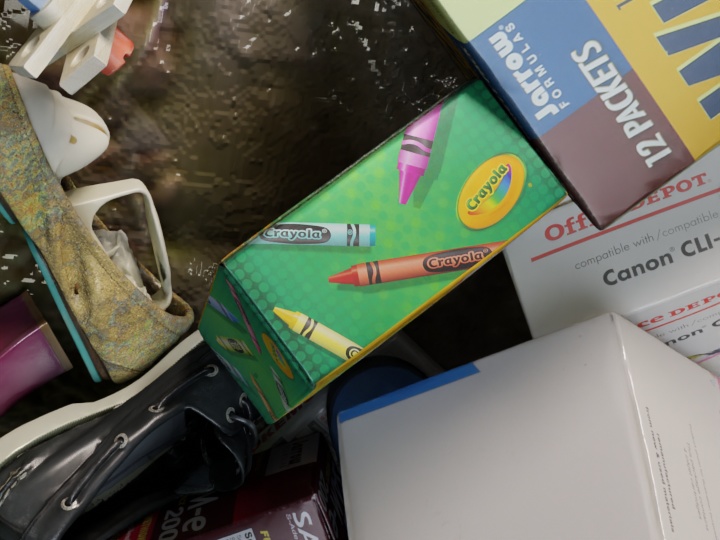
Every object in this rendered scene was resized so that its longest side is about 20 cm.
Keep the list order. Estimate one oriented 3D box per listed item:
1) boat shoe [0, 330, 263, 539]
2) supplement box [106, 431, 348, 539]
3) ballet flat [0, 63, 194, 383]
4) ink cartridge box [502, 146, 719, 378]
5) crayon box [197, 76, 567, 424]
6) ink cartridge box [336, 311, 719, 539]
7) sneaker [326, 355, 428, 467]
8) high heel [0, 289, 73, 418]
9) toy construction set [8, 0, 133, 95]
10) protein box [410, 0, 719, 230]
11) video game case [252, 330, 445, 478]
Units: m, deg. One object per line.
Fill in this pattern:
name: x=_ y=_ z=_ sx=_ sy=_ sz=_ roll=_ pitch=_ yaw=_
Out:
boat shoe: x=-0.082 y=0.079 z=0.801 sx=0.199 sy=0.066 sz=0.075 roll=-23 pitch=141 yaw=-32
supplement box: x=-0.103 y=0.148 z=0.822 sx=0.200 sy=0.109 sz=0.061 roll=-19 pitch=99 yaw=3
ballet flat: x=-0.132 y=-0.035 z=0.770 sx=0.071 sy=0.071 sz=0.200 roll=-26 pitch=125 yaw=-1
ink cartridge box: x=0.138 y=0.008 z=0.797 sx=0.116 sy=0.068 sz=0.200 roll=-22 pitch=151 yaw=12
crayon box: x=0.000 y=0.000 z=0.704 sx=0.119 sy=0.200 sz=0.058 roll=-37 pitch=88 yaw=-12
ink cartridge box: x=0.110 y=0.131 z=0.784 sx=0.147 sy=0.145 sz=0.200 roll=-23 pitch=151 yaw=27
sneaker: x=0.037 y=0.135 z=0.866 sx=0.066 sy=0.078 sz=0.200 roll=-19 pitch=118 yaw=-3
high heel: x=-0.211 y=-0.001 z=0.766 sx=0.096 sy=0.067 sz=0.200 roll=-32 pitch=133 yaw=-9
toy construction set: x=-0.141 y=-0.170 z=0.662 sx=0.092 sy=0.131 sz=0.200 roll=-32 pitch=119 yaw=3
protein box: x=0.116 y=-0.151 z=0.691 sx=0.200 sy=0.199 sz=0.135 roll=-37 pitch=109 yaw=5
video game case: x=0.013 y=0.147 z=0.922 sx=0.182 sy=0.023 sz=0.200 roll=-43 pitch=119 yaw=8
